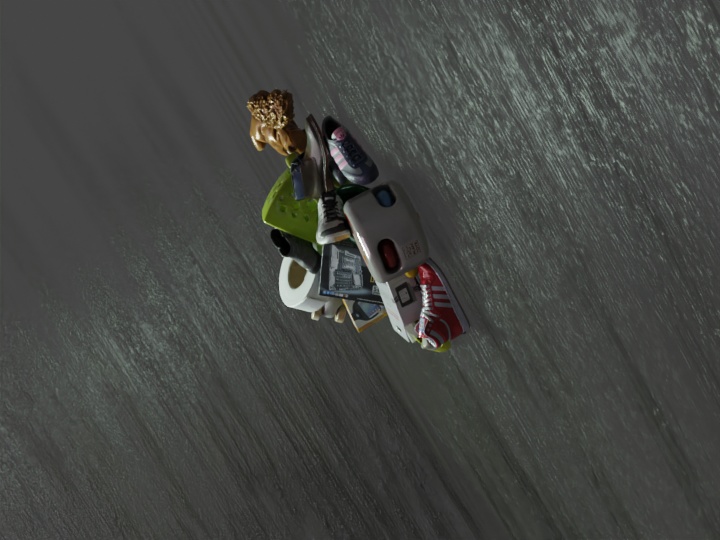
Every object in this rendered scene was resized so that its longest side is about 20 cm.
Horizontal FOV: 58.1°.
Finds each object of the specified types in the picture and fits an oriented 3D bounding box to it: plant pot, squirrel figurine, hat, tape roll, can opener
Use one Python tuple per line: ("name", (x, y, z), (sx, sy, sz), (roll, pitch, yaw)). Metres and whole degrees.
("plant pot", (-0.133, -0.188, 1.663), (0.196, 0.185, 0.199), (20, -169, -14))
("squirrel figurine", (-0.218, -0.394, 1.772), (0.186, 0.141, 0.201), (42, 166, 35))
("hat", (0.035, -0.168, 1.544), (0.196, 0.176, 0.169), (9, 128, 33))
("tape roll", (-0.142, 0.006, 1.752), (0.070, 0.206, 0.202), (16, -163, -34))
("can opener", (-0.059, -0.258, 1.532), (0.067, 0.052, 0.201), (58, -178, -31))

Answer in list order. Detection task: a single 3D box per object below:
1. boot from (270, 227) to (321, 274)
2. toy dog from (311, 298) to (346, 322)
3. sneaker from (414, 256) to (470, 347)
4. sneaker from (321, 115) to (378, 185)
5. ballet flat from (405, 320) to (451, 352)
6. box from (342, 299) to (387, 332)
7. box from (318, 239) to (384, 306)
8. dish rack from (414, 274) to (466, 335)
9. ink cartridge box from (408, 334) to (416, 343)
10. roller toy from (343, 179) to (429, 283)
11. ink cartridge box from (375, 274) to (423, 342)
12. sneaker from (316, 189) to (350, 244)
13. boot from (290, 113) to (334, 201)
("boot", (-0.181, -0.078, 1.654), (0.131, 0.071, 0.200), (32, -174, -42))
("toy dog", (-0.070, 0.050, 1.793), (0.130, 0.201, 0.097), (30, -161, -21))
("sneaker", (0.149, 0.071, 1.420), (0.203, 0.111, 0.071), (59, 169, -6))
("sneaker", (-0.031, -0.264, 1.417), (0.200, 0.070, 0.083), (48, 169, 39))
("ballet flat", (0.154, 0.157, 1.635), (0.200, 0.066, 0.068), (43, -155, -20))
("box", (0.013, 0.070, 1.737), (0.042, 0.117, 0.202), (54, 172, 40))
("box", (0.000, 0.000, 1.601), (0.050, 0.194, 0.161), (-79, -2, -54))
("dish rack", (0.164, 0.077, 1.546), (0.203, 0.054, 0.153), (60, 169, 2))
("ink cartridge box", (0.112, 0.089, 1.742), (0.202, 0.050, 0.109), (57, -168, 5))
("roller toy", (0.059, -0.080, 1.327), (0.183, 0.137, 0.204), (79, 166, -83))
("ink cartridge box", (0.088, 0.049, 1.496), (0.204, 0.065, 0.116), (69, 169, -17))
("sneaker", (-0.068, -0.119, 1.404), (0.201, 0.074, 0.090), (-110, 9, -70))
("boot", (-0.122, -0.249, 1.480), (0.075, 0.095, 0.204), (-118, 13, -56))
